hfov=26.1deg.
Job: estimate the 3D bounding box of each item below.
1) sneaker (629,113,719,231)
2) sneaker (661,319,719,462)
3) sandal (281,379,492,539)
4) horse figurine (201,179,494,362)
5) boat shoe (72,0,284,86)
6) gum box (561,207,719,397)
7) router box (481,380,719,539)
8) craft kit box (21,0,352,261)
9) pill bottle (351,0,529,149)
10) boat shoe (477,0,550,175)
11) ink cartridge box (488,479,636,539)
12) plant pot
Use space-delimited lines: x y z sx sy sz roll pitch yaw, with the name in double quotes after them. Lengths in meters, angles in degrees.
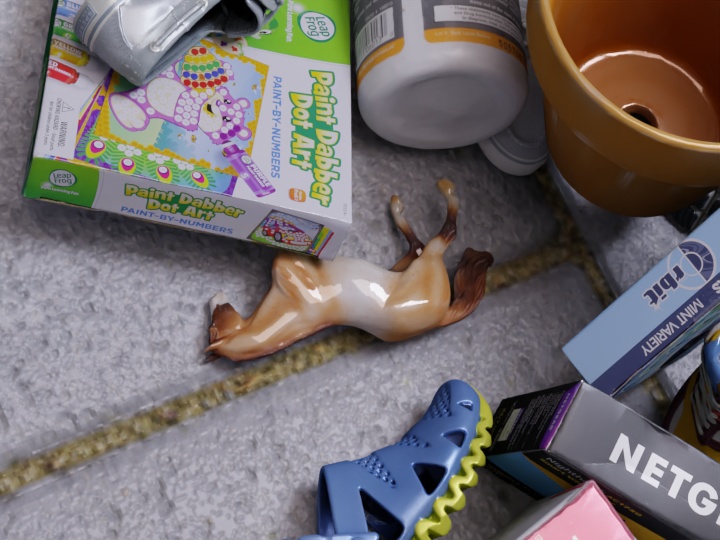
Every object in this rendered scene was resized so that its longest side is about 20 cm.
0.246 -0.086 1.105 0.200 0.078 0.080 43 53 1 "sneaker"
0.232 0.067 0.964 0.089 0.200 0.076 4 52 -33 "sneaker"
0.010 0.141 0.930 0.087 0.080 0.201 34 61 1 "sandal"
0.000 0.000 0.996 0.197 0.050 0.134 7 60 -13 "horse figurine"
-0.088 -0.174 0.969 0.072 0.070 0.200 48 54 4 "boat shoe"
0.227 -0.002 0.958 0.045 0.170 0.199 51 25 12 "gum box"
0.179 0.141 0.942 0.199 0.149 0.051 31 76 -6 "router box"
-0.103 -0.113 0.981 0.195 0.049 0.202 13 50 -18 "craft kit box"
0.049 -0.194 1.049 0.115 0.117 0.202 5 64 -17 "pill bottle"
0.120 -0.168 1.092 0.071 0.069 0.202 16 66 -13 "boat shoe"
0.146 0.233 0.895 0.084 0.146 0.201 -36 83 -14 "ink cartridge box"
0.193 -0.126 0.972 0.197 0.184 0.203 1 69 -3 "plant pot"
